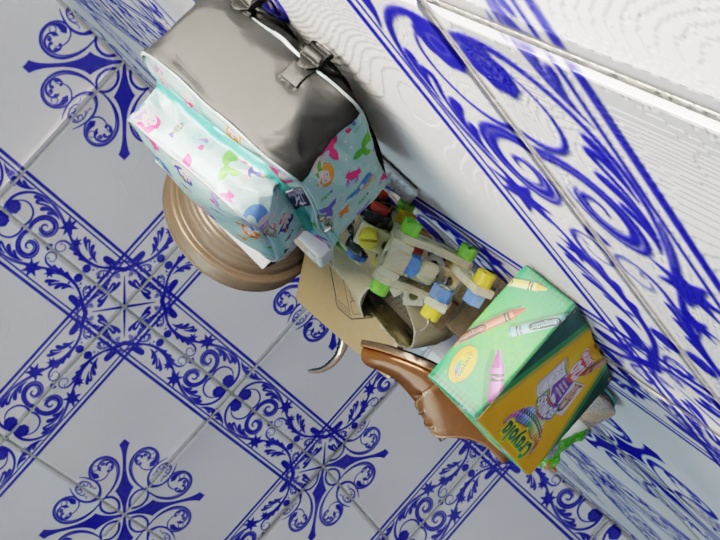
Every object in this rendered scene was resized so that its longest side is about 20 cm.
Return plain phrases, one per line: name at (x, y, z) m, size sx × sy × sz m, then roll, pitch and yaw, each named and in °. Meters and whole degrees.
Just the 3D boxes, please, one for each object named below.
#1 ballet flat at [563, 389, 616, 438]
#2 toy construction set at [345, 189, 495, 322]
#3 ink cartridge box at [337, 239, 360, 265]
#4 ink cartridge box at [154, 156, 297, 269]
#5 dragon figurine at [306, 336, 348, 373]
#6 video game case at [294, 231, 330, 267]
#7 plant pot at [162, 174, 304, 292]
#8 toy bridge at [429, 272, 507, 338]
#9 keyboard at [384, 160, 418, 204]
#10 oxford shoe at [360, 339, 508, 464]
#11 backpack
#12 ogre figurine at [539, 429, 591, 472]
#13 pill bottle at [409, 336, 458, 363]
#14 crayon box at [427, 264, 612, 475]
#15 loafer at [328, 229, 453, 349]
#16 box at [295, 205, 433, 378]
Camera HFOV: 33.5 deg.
ballet flat at (0.215, 0.143, 1.255) m, size 0.068 × 0.067 × 0.200 m, roll 42°, pitch 177°, yaw 0°
toy construction set at (0.050, -0.014, 1.115) m, size 0.130 × 0.093 × 0.200 m, roll 26°, pitch 180°, yaw -6°
ink cartridge box at (-0.059, -0.110, 1.173) m, size 0.200 × 0.076 × 0.148 m, roll 43°, pitch 177°, yaw 18°
ink cartridge box at (-0.149, -0.088, 1.251) m, size 0.200 × 0.039 × 0.099 m, roll 47°, pitch -168°, yaw 2°
dragon figurine at (-0.009, 0.040, 1.545) m, size 0.059 × 0.200 × 0.100 m, roll 23°, pitch -159°, yaw -53°
video game case at (-0.095, -0.077, 1.142) m, size 0.182 × 0.023 × 0.200 m, roll 46°, pitch 178°, yaw 1°
plant pot at (-0.124, -0.085, 1.400) m, size 0.201 × 0.201 × 0.093 m, roll 43°, pitch 140°, yaw -4°
toy bridge at (0.108, 0.033, 1.110) m, size 0.027 × 0.067 × 0.200 m, roll 42°, pitch 176°, yaw -9°
keyboard at (-0.025, -0.133, 1.076) m, size 0.200 × 0.011 × 0.056 m, roll 43°, pitch 177°, yaw 0°
oxford shoe at (0.078, 0.133, 1.234) m, size 0.199 × 0.072 × 0.071 m, roll 28°, pitch 180°, yaw 16°
backpack at (-0.069, -0.100, 0.925) m, size 0.177 × 0.151 × 0.200 m, roll 40°, pitch -179°, yaw 20°
ogre figurine at (0.221, 0.191, 1.530) m, size 0.119 × 0.099 × 0.200 m, roll 30°, pitch 180°, yaw 26°
pill bottle at (0.044, 0.028, 1.433) m, size 0.200 × 0.113 × 0.113 m, roll 43°, pitch 177°, yaw 11°
crayon box at (0.139, 0.089, 1.001) m, size 0.058 × 0.119 × 0.200 m, roll 40°, pitch 176°, yaw 29°
loafer at (0.016, 0.004, 1.242) m, size 0.200 × 0.068 × 0.076 m, roll 42°, pitch 132°, yaw 13°
box at (0.000, 0.000, 1.338) m, size 0.163 × 0.021 × 0.201 m, roll 40°, pitch 135°, yaw 30°
